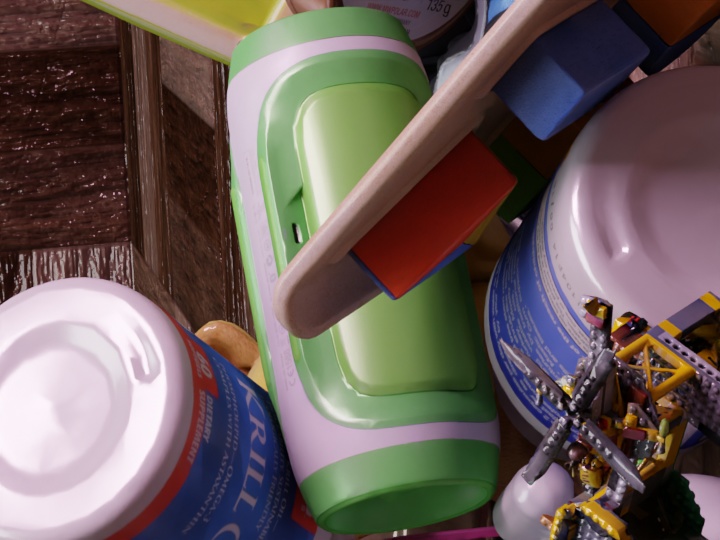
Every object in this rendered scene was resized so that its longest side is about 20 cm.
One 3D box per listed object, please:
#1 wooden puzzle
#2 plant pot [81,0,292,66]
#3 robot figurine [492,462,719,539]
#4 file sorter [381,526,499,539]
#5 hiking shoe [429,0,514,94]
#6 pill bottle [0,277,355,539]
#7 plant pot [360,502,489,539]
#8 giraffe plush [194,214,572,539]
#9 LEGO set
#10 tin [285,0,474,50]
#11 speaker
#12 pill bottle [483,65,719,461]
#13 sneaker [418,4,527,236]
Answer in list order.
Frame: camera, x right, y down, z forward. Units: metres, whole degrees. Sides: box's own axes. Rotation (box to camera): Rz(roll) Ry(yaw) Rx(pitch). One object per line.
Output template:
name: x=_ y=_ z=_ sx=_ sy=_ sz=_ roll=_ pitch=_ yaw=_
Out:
wooden puzzle: x=0.070 y=-0.065 z=1.027 sx=0.046 sy=0.185 sz=0.200 roll=43 pitch=126 yaw=10
plant pot: x=-0.061 y=-0.216 z=1.378 sx=0.200 sy=0.199 sz=0.182 roll=-59 pitch=12 yaw=34
robot figurine: x=0.115 y=0.142 z=1.085 sx=0.170 sy=0.113 sz=0.200 roll=44 pitch=162 yaw=4
file sorter: x=0.078 y=0.221 z=1.275 sx=0.139 sy=0.125 sz=0.200 roll=-145 pitch=51 yaw=-75
hiking shoe: x=0.088 y=-0.124 z=1.273 sx=0.087 sy=0.074 sz=0.200 roll=37 pitch=134 yaw=39
pill bottle: x=-0.077 y=0.087 z=1.144 sx=0.200 sy=0.112 sz=0.112 roll=42 pitch=-146 yaw=-58
plant pot: x=-0.021 y=0.124 z=1.491 sx=0.200 sy=0.174 sz=0.201 roll=5 pitch=-90 yaw=-90
giraffe plush: x=0.007 y=0.052 z=1.287 sx=0.173 sy=0.162 sz=0.200 roll=65 pitch=-158 yaw=9
LEGO set: x=0.115 y=0.107 z=0.889 sx=0.200 sy=0.116 sz=0.154 roll=44 pitch=140 yaw=22
tin: x=0.035 y=-0.188 z=1.269 sx=0.042 sy=0.112 sz=0.200 roll=36 pitch=111 yaw=33
speaker: x=0.000 y=0.000 z=1.135 sx=0.088 sy=0.088 sz=0.200 roll=115 pitch=146 yaw=-68
pill bottle: x=0.108 y=0.009 z=1.065 sx=0.200 sy=0.112 sz=0.112 roll=119 pitch=144 yaw=-70
sneaker: x=0.045 y=-0.059 z=1.407 sx=0.146 sy=0.077 sz=0.203 roll=-96 pitch=-6 yaw=-79
